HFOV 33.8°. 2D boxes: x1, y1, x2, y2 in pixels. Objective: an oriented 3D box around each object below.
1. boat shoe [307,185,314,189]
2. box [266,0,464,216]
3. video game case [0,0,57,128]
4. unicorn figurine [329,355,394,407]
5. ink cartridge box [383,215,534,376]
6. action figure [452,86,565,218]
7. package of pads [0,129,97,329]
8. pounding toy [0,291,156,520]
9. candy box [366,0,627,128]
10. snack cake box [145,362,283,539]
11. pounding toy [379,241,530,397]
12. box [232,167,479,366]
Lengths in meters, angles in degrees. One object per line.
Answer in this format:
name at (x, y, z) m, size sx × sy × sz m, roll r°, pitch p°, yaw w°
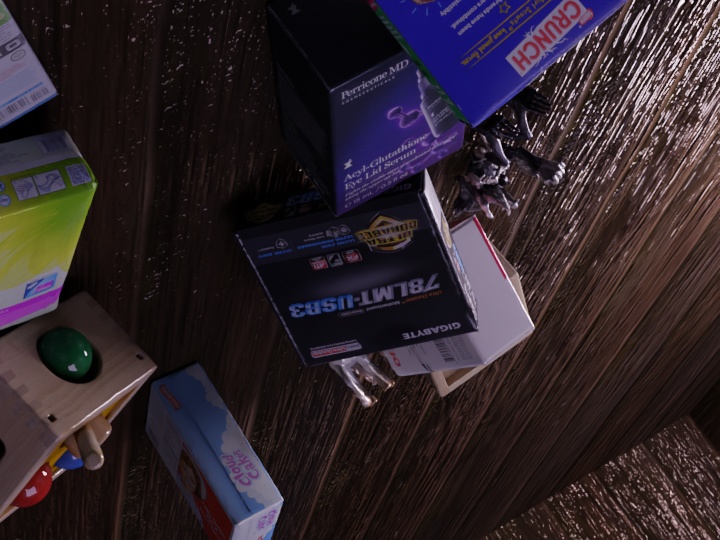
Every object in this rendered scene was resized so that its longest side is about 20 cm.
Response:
boat shoe at (-0.010, -0.042, 1.273) m, size 0.069 × 0.074 × 0.199 m, roll -50°, pitch 154°, yaw 16°
box at (0.010, -0.166, 1.037) m, size 0.147 × 0.105 × 0.201 m, roll -30°, pitch 156°, yaw -13°
video game case at (-0.295, -0.139, 0.777) m, size 0.142 × 0.018 × 0.200 m, roll -32°, pitch 156°, yaw -8°
unicorn figurine at (-0.016, 0.103, 1.496) m, size 0.074 × 0.138 × 0.200 m, roll -38°, pitch 173°, yaw -19°
ink cartridge box at (0.084, 0.034, 1.356) m, size 0.084 × 0.146 × 0.199 m, roll -32°, pitch -173°, yaw -28°
action figure at (0.163, -0.114, 1.348) m, size 0.119 × 0.102 × 0.201 m, roll -40°, pitch 157°, yaw -20°
package of pads at (-0.300, -0.016, 0.915) m, size 0.153 × 0.069 × 0.200 m, roll -20°, pitch 158°, yaw -34°
pounding toy at (-0.275, 0.132, 1.046) m, size 0.200 × 0.142 × 0.184 m, roll -46°, pitch 177°, yaw 30°
candy box at (0.083, -0.238, 0.884) m, size 0.169 × 0.201 × 0.077 m, roll -38°, pitch -170°, yaw 6°
snack cake box at (-0.173, 0.223, 1.378) m, size 0.067 × 0.201 × 0.115 m, roll -22°, pitch 154°, yaw -28°
pounding toy at (0.111, 0.061, 1.589) m, size 0.183 × 0.143 × 0.201 m, roll -34°, pitch 146°, yaw -6°
box at (0.000, 0.000, 1.193) m, size 0.198 × 0.050 × 0.200 m, roll -11°, pitch 129°, yaw 16°
